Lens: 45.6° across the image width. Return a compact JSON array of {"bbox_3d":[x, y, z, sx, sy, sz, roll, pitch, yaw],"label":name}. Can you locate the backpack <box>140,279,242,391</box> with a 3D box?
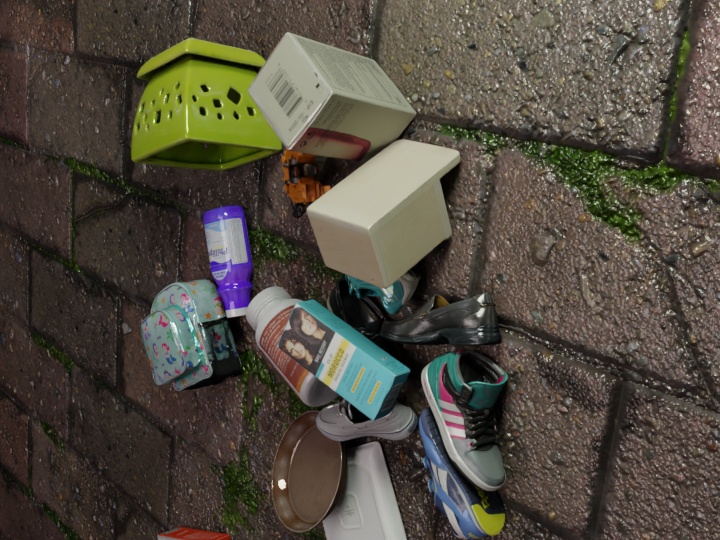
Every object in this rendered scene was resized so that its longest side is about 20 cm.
[{"bbox_3d":[-0.331,0.121,1.648,0.177,0.150,0.202,-26,73,46],"label":"backpack"}]

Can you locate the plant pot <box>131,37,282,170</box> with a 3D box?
[{"bbox_3d":[-0.271,-0.285,1.484,0.198,0.199,0.184,-8,85,47],"label":"plant pot"}]

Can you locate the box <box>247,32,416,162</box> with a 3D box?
[{"bbox_3d":[-0.039,-0.241,1.226,0.109,0.199,0.128,-48,62,27],"label":"box"}]

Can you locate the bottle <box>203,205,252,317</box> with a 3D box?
[{"bbox_3d":[-0.239,-0.016,1.579,0.083,0.065,0.202,-8,90,45],"label":"bottle"}]

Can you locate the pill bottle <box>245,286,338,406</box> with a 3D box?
[{"bbox_3d":[-0.104,0.120,1.425,0.200,0.112,0.113,45,126,32],"label":"pill bottle"}]

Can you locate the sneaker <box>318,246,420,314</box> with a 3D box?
[{"bbox_3d":[0.000,0.000,1.308,0.199,0.077,0.080,31,96,40],"label":"sneaker"}]

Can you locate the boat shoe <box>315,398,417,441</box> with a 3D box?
[{"bbox_3d":[-0.002,0.223,1.352,0.199,0.074,0.065,-12,132,39],"label":"boat shoe"}]

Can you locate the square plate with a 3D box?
[{"bbox_3d":[-0.012,0.399,1.433,0.199,0.028,0.200,-24,79,46],"label":"square plate"}]

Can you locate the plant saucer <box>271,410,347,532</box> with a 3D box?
[{"bbox_3d":[-0.082,0.341,1.453,0.200,0.034,0.202,-29,52,44],"label":"plant saucer"}]

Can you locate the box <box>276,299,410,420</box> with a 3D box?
[{"bbox_3d":[-0.028,0.131,1.282,0.199,0.049,0.083,34,109,25],"label":"box"}]

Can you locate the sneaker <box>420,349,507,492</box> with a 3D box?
[{"bbox_3d":[0.166,0.193,1.179,0.201,0.083,0.121,63,143,20],"label":"sneaker"}]

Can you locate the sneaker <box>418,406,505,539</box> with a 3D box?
[{"bbox_3d":[0.128,0.296,1.237,0.082,0.073,0.201,-41,66,44],"label":"sneaker"}]

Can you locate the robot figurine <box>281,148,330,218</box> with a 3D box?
[{"bbox_3d":[-0.089,-0.156,1.355,0.200,0.058,0.147,-152,58,-79],"label":"robot figurine"}]

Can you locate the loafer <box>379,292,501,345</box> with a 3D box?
[{"bbox_3d":[0.113,0.071,1.227,0.199,0.073,0.073,-4,85,37],"label":"loafer"}]

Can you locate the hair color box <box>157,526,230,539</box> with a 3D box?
[{"bbox_3d":[-0.343,0.600,1.789,0.199,0.061,0.103,-10,89,46],"label":"hair color box"}]

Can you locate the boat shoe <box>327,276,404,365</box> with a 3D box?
[{"bbox_3d":[0.013,0.089,1.322,0.200,0.074,0.066,60,151,33],"label":"boat shoe"}]

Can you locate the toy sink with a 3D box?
[{"bbox_3d":[0.047,-0.082,1.219,0.130,0.200,0.113,19,139,42],"label":"toy sink"}]
